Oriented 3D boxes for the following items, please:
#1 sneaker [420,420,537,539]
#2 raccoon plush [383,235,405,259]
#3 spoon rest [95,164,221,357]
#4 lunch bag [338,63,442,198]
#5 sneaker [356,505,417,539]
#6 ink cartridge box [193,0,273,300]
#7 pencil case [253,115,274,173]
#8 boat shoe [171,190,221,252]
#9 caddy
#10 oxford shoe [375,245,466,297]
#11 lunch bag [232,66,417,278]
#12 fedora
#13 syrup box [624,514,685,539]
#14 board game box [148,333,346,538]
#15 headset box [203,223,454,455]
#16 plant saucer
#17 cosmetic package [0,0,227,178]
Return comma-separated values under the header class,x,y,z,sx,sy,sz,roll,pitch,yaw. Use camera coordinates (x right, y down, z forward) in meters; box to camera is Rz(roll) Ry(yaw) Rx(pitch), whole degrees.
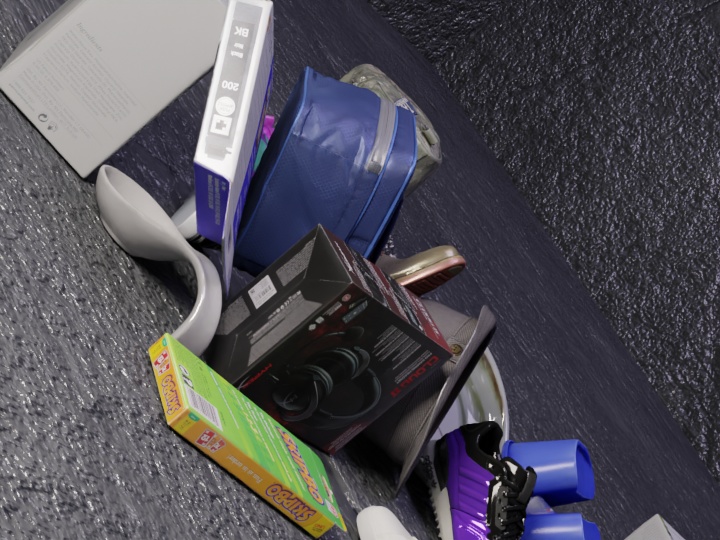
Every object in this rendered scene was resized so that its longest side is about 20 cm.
class,x,y,z,sx,sy,sz,roll,pitch,yaw
sneaker,0.126,0.227,1.848,0.069,0.099,0.202,35,31,-51
raccoon plush,0.017,0.026,1.988,0.097,0.134,0.200,42,12,7
spoon rest,-0.165,-0.017,1.640,0.099,0.060,0.201,36,19,-52
lunch bag,-0.003,-0.119,2.233,0.139,0.200,0.168,44,12,-26
sneaker,0.076,0.265,1.628,0.201,0.085,0.073,54,14,22
ink cartridge box,-0.109,-0.097,1.604,0.043,0.202,0.198,10,-16,0
pencil case,-0.081,-0.063,2.030,0.085,0.093,0.201,3,42,-41
boat shoe,-0.136,-0.048,1.853,0.066,0.070,0.200,47,4,-8
caddy,0.184,0.246,2.004,0.200,0.104,0.143,43,40,-72
oxford shoe,0.000,0.000,1.843,0.071,0.198,0.075,39,37,-72
lunch bag,-0.030,-0.062,1.742,0.131,0.201,0.136,23,28,-9
fedora,0.048,0.103,1.835,0.090,0.201,0.177,30,-25,7
syrup box,0.389,0.401,2.410,0.079,0.081,0.201,42,14,-27
board game box,-0.087,0.136,1.544,0.200,0.030,0.096,39,16,-35
headset box,-0.025,0.067,1.694,0.200,0.148,0.078,37,18,-50
plant saucer,0.078,0.139,1.991,0.199,0.050,0.202,24,58,-46
cosmetic package,-0.202,-0.211,1.750,0.123,0.200,0.200,47,13,-14
